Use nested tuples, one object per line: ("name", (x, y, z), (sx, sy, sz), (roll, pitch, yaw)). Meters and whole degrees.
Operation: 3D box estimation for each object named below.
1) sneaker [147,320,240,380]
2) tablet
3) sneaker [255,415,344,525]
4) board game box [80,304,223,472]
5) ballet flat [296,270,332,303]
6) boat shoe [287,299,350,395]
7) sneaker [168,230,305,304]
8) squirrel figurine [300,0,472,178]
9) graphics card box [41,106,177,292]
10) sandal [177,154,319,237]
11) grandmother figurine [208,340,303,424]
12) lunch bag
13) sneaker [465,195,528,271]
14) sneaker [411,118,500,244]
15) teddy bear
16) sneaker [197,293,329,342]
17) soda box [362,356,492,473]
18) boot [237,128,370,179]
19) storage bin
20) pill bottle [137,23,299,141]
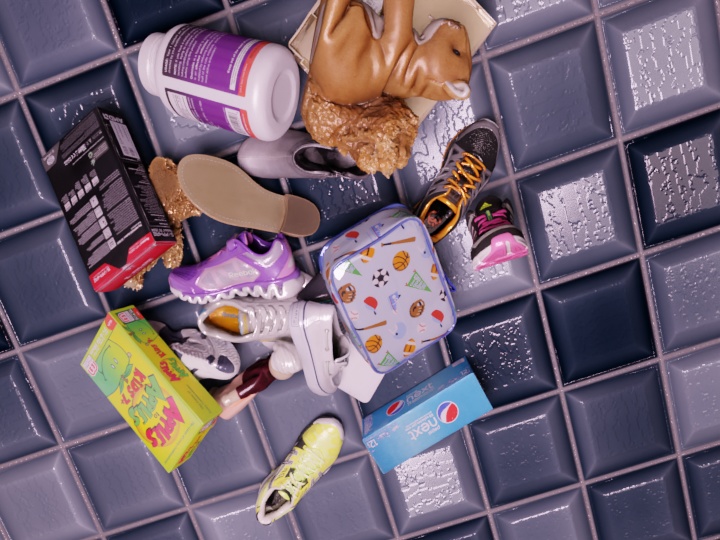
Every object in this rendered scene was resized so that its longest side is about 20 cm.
("sneaker", (-0.266, 0.162, 0.788), (0.191, 0.080, 0.135), (9, 110, 10))
("tablet", (-0.042, 0.104, 0.816), (0.195, 0.014, 0.133), (30, 100, -6))
("sneaker", (-0.092, 0.319, 0.830), (0.074, 0.077, 0.202), (36, 99, -6))
("board game box", (-0.289, 0.159, 0.727), (0.200, 0.047, 0.102), (45, 111, 11))
("ballet flat", (0.000, 0.000, 0.754), (0.192, 0.073, 0.076), (-9, 103, -16))
("boat shoe", (-0.044, 0.116, 0.728), (0.064, 0.076, 0.203), (-2, 145, 11))
("sneaker", (-0.176, -0.010, 0.741), (0.191, 0.081, 0.092), (-4, 116, 5))
("squirrel figurine", (0.031, -0.214, 0.602), (0.179, 0.142, 0.208), (12, 103, -14))
("graphics card box", (-0.338, -0.093, 0.709), (0.123, 0.051, 0.205), (-30, 83, 19))
("sandal", (-0.161, -0.093, 0.750), (0.205, 0.069, 0.081), (18, 79, -25))
("grandmother figurine", (-0.154, 0.160, 0.773), (0.197, 0.122, 0.061), (-33, 106, 29))
("lunch bag", (0.043, 0.026, 0.697), (0.157, 0.076, 0.204), (-31, 121, -9))
("sneaker", (0.172, -0.054, 0.696), (0.071, 0.199, 0.091), (-16, 88, 14))
("sneaker", (0.134, -0.114, 0.735), (0.077, 0.077, 0.204), (29, 100, -4))
("teddy bear", (-0.302, -0.067, 0.760), (0.142, 0.067, 0.205), (31, 102, 12))
("sneaker", (-0.136, 0.073, 0.764), (0.191, 0.081, 0.080), (-3, 97, 4))
("soda box", (0.099, 0.221, 0.813), (0.196, 0.064, 0.069), (-33, 101, 7))
("boot", (-0.080, -0.153, 0.699), (0.191, 0.132, 0.073), (-3, 104, 1))
("storage bin", (0.038, -0.294, 0.689), (0.197, 0.094, 0.201), (40, 100, -7))
("pill bottle", (-0.181, -0.244, 0.677), (0.193, 0.112, 0.117), (19, 103, 16))
